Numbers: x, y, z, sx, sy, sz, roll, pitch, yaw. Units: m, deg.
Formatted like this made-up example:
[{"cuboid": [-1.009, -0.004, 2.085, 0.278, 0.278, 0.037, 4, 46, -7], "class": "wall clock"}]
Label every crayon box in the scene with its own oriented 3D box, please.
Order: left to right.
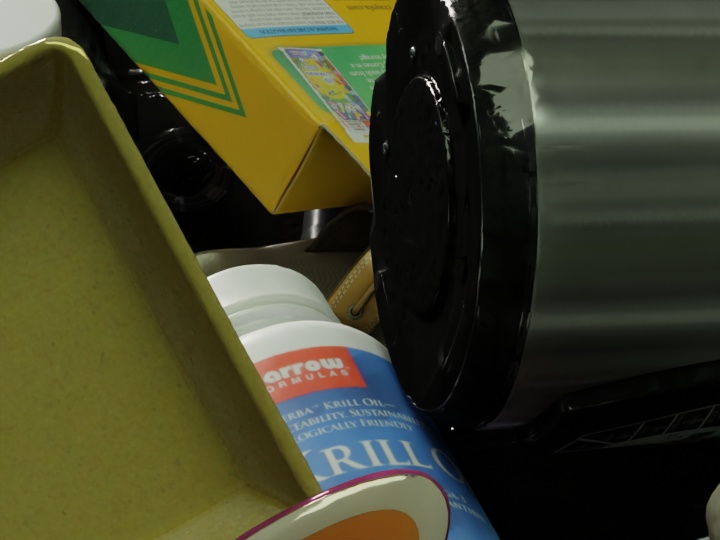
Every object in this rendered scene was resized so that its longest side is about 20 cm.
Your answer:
[{"cuboid": [-0.027, -0.090, 1.238, 0.125, 0.052, 0.200, -7, 46, -49], "class": "crayon box"}]

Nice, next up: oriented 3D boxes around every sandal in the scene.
[{"cuboid": [0.000, 0.000, 1.192, 0.199, 0.054, 0.081, -4, 43, 17], "class": "sandal"}]

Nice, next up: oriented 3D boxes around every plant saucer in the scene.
[{"cuboid": [-0.139, 0.050, 1.018, 0.199, 0.048, 0.201, -29, 88, 3], "class": "plant saucer"}]

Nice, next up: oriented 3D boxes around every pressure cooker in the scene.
[{"cuboid": [0.114, -0.030, 1.057, 0.199, 0.179, 0.176, -2, 39, -15], "class": "pressure cooker"}]

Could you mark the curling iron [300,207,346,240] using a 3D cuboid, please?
[{"cuboid": [-0.007, -0.005, 1.266, 0.049, 0.026, 0.201, -6, 41, -1], "class": "curling iron"}]

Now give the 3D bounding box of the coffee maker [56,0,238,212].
[{"cuboid": [-0.159, -0.110, 1.323, 0.191, 0.135, 0.201, 21, 35, -22], "class": "coffee maker"}]

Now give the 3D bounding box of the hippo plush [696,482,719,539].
[{"cuboid": [0.201, 0.094, 1.050, 0.159, 0.200, 0.161, 36, 31, -6], "class": "hippo plush"}]

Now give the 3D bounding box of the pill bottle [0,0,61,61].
[{"cuboid": [-0.156, -0.009, 1.111, 0.110, 0.201, 0.111, 2, 29, -1], "class": "pill bottle"}]

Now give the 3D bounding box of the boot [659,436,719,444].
[{"cuboid": [0.170, 0.014, 1.223, 0.199, 0.073, 0.154, 7, 25, 33], "class": "boot"}]

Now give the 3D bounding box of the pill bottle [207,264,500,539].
[{"cuboid": [-0.017, 0.090, 1.083, 0.112, 0.113, 0.200, -12, 42, -18], "class": "pill bottle"}]

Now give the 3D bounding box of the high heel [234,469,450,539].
[{"cuboid": [-0.046, 0.138, 0.979, 0.067, 0.200, 0.096, 40, 4, -3], "class": "high heel"}]
